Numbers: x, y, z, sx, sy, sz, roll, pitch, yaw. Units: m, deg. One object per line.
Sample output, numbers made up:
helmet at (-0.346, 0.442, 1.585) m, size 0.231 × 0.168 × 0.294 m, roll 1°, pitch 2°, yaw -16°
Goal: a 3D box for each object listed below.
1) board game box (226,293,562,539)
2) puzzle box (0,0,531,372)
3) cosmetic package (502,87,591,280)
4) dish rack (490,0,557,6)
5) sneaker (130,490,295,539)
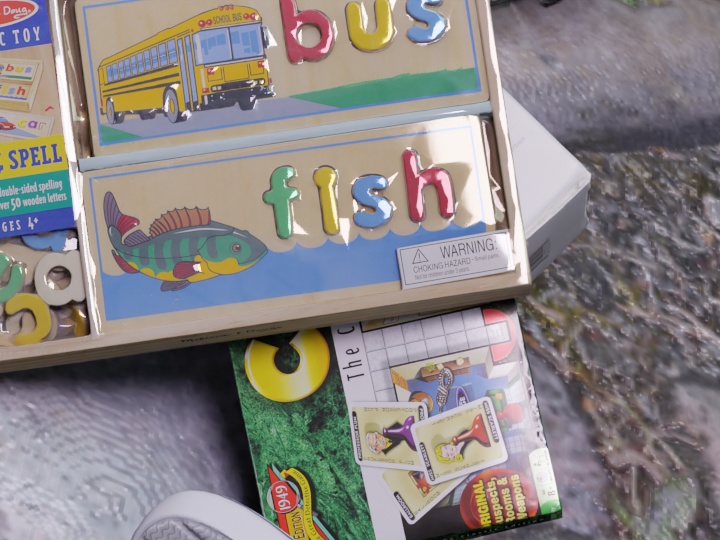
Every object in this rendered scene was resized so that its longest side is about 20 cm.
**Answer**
board game box at (0.000, 0.000, 1.068) m, size 0.104 × 0.023 × 0.201 m, roll -13°, pitch 79°, yaw 3°
puzzle box at (-0.046, -0.043, 1.051) m, size 0.199 × 0.025 × 0.134 m, roll -9°, pitch 79°, yaw -1°
cosmetic package at (-0.009, -0.069, 1.148) m, size 0.200 × 0.081 × 0.113 m, roll 47°, pitch -4°, yaw 8°
dish rack at (0.074, -0.157, 1.284) m, size 0.200 × 0.153 × 0.055 m, roll -23°, pitch 80°, yaw -47°
sneaker at (0.006, 0.141, 1.006) m, size 0.200 × 0.073 × 0.071 m, roll 43°, pitch 29°, yaw -7°
